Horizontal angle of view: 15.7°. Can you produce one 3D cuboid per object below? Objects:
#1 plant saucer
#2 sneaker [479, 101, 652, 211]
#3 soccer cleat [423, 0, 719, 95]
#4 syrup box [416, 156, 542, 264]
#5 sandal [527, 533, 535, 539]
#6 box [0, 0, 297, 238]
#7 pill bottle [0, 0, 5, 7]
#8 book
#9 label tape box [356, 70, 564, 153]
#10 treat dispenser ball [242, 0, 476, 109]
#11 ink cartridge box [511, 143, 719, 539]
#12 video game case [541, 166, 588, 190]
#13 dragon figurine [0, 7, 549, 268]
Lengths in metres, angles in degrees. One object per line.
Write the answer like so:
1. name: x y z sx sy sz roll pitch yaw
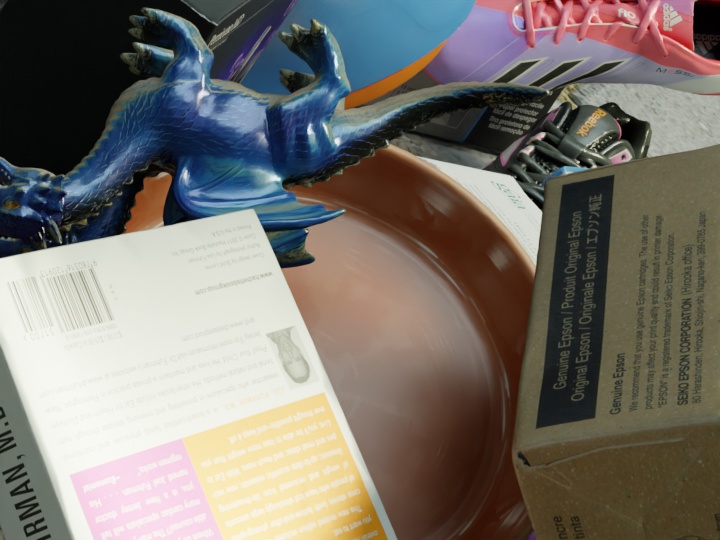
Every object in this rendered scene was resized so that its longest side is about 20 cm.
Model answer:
1. plant saucer: -0.021 0.037 0.941 0.200 0.032 0.200 7 60 -13
2. sneaker: 0.091 -0.045 1.307 0.080 0.086 0.200 35 23 7
3. soccer cleat: 0.126 -0.121 1.323 0.200 0.076 0.067 2 76 -20
4. syrup box: 0.000 0.000 1.094 0.200 0.081 0.079 10 35 -47
5. sandal: 0.042 0.102 0.983 0.203 0.050 0.082 19 27 -31
6. box: -0.095 -0.089 1.066 0.079 0.141 0.200 34 23 2
7. pill bottle: -0.221 -0.140 1.032 0.114 0.114 0.200 46 25 28
8. book: -0.045 0.086 0.782 0.134 0.048 0.200 -13 80 -55
9. label tape box: 0.073 -0.166 1.377 0.144 0.200 0.063 11 31 -44
10. treat dispenser ball: -0.034 -0.172 1.241 0.201 0.201 0.201 29 23 -13
11. ink cartridge box: 0.115 0.084 0.914 0.165 0.075 0.200 -79 155 -56
12. video game case: 0.173 0.040 1.255 0.143 0.018 0.200 2 57 -54
13. dragon figurine: -0.038 -0.033 0.918 0.200 0.059 0.099 6 70 -10
